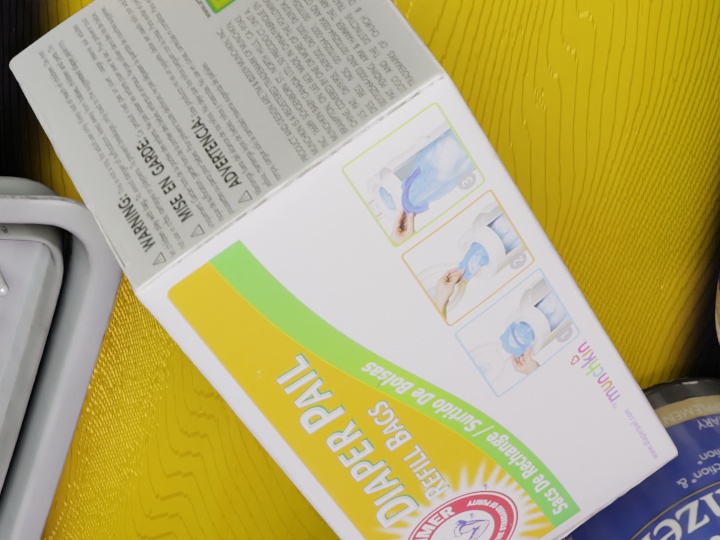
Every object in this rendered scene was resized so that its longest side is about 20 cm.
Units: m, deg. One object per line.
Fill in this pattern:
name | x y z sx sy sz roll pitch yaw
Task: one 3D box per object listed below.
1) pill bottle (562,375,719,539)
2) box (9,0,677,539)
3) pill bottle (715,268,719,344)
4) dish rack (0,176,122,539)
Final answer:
pill bottle | 0.146 0.140 0.942 0.111 0.200 0.112 -16 133 -18
box | 0.000 0.000 0.800 0.101 0.113 0.200 -35 138 1
pill bottle | 0.181 -0.049 0.862 0.115 0.116 0.201 -15 132 -19
dish rack | -0.179 0.038 0.776 0.199 0.044 0.172 0 126 -30
